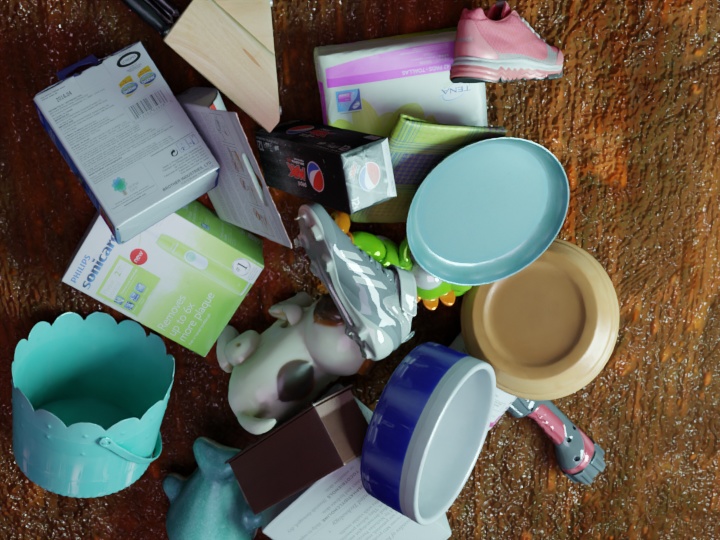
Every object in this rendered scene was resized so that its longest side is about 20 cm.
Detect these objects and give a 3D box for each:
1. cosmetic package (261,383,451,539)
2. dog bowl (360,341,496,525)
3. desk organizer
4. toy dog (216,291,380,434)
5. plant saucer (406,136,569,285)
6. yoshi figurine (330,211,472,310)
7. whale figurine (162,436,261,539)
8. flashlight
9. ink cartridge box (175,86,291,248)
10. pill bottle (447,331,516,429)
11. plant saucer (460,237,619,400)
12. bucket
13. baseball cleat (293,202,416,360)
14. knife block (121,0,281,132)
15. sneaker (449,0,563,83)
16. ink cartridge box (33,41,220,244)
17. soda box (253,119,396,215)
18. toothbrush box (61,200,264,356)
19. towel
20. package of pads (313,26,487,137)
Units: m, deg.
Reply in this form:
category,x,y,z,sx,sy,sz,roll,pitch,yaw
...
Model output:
category,x,y,z,sx,sy,sz,roll,pitch,yaw
cosmetic package,-0.013,0.303,1.222,0.166,0.168,0.200,-43,113,12
dog bowl,0.083,0.192,1.067,0.078,0.199,0.204,21,116,27
desk organizer,-0.074,0.221,1.090,0.199,0.071,0.078,-38,78,40
toy dog,-0.073,0.100,1.116,0.198,0.194,0.141,-31,103,14
plant saucer,0.145,-0.070,1.043,0.196,0.028,0.203,-8,128,-10
yoshi figurine,0.048,-0.026,1.117,0.196,0.113,0.114,13,106,-14
whale figurine,-0.203,0.321,1.215,0.156,0.104,0.203,19,126,8
flashlight,0.269,0.226,1.282,0.068,0.068,0.200,-45,113,7
ink cartridge box,-0.134,-0.120,1.002,0.050,0.199,0.163,-34,117,-23
pill bottle,0.188,0.104,1.190,0.112,0.114,0.201,31,107,-19
plant saucer,0.215,0.056,1.100,0.196,0.037,0.205,-4,78,21
bucket,-0.331,0.165,1.102,0.203,0.209,0.137,10,122,-12
baseball cleat,0.000,0.000,1.035,0.106,0.069,0.203,-32,109,-24
knife block,-0.182,-0.252,0.995,0.172,0.064,0.204,-6,105,-8
sneaker,0.173,-0.257,1.006,0.198,0.073,0.089,-16,109,-48
ink cartridge box,-0.262,-0.153,0.983,0.135,0.076,0.202,-33,88,-19
soda box,-0.043,-0.120,1.008,0.063,0.199,0.072,-22,115,-27
toothbrush box,-0.236,-0.013,1.095,0.198,0.086,0.147,32,106,-18
towel,0.073,-0.113,1.058,0.141,0.023,0.201,0,150,-19
package of pads,0.051,-0.195,1.063,0.196,0.068,0.157,-9,115,-3
